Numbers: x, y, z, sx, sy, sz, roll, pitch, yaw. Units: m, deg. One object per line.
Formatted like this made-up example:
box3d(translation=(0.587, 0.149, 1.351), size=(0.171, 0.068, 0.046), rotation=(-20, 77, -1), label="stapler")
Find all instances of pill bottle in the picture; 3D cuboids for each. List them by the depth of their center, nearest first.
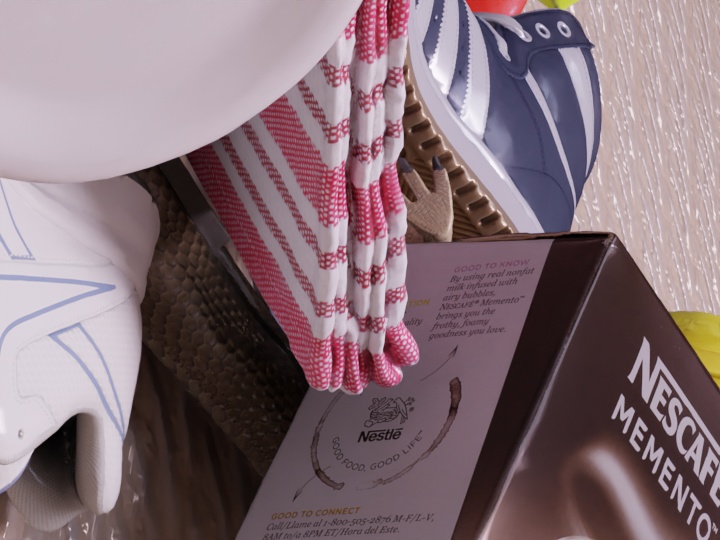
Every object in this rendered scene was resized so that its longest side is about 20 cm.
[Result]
box3d(translation=(-0.078, -0.124, 0.592), size=(0.114, 0.114, 0.201), rotation=(42, 16, -49), label="pill bottle")

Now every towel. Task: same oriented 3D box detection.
box3d(translation=(-0.020, -0.086, 0.675), size=(0.147, 0.030, 0.201), rotation=(-121, -155, -43), label="towel")

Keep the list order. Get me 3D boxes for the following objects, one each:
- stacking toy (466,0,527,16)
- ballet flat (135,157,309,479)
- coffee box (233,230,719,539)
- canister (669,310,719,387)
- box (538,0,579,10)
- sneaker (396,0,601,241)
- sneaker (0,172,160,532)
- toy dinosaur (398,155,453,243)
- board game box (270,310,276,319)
box3d(translation=(0.005, -0.164, 1.023), size=(0.200, 0.085, 0.086), rotation=(54, 25, -33), label="stacking toy")
box3d(translation=(-0.038, 0.033, 0.796), size=(0.201, 0.046, 0.067), rotation=(60, -6, -34), label="ballet flat")
box3d(translation=(0.023, 0.102, 0.718), size=(0.113, 0.079, 0.201), rotation=(51, 52, -37), label="coffee box")
box3d(translation=(0.104, 0.136, 0.933), size=(0.201, 0.086, 0.149), rotation=(-78, 150, -42), label="canister")
box3d(translation=(0.036, -0.206, 1.075), size=(0.122, 0.048, 0.201), rotation=(51, -11, 46), label="box")
box3d(translation=(0.013, -0.080, 0.881), size=(0.201, 0.070, 0.109), rotation=(63, 31, -22), label="sneaker")
box3d(translation=(-0.100, 0.004, 0.631), size=(0.200, 0.074, 0.088), rotation=(28, 51, -58), label="sneaker")
box3d(translation=(0.000, 0.000, 0.821), size=(0.201, 0.058, 0.101), rotation=(57, -7, 1), label="toy dinosaur")
box3d(translation=(0.018, -0.012, 0.974), size=(0.200, 0.036, 0.152), rotation=(9, 62, -66), label="board game box")
